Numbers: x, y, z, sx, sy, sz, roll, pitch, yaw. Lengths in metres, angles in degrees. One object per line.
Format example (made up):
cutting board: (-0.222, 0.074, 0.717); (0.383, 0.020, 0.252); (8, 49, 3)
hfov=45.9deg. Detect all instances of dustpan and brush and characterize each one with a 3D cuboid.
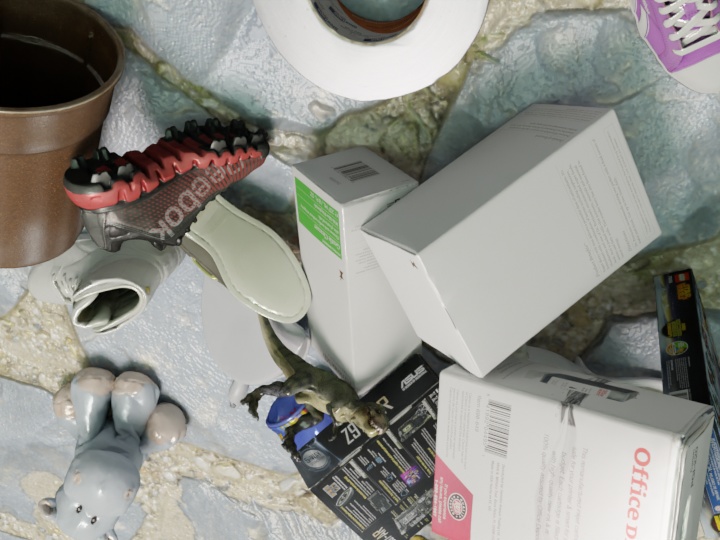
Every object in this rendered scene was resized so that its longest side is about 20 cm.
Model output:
dustpan and brush: (-0.127, 0.093, 0.936); (0.139, 0.057, 0.202); (35, 123, 15)

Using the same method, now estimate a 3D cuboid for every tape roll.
tape roll: (0.010, -0.245, 0.693); (0.196, 0.066, 0.204); (7, 122, 11)

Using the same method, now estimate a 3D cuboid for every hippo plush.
hippo plush: (-0.317, 0.223, 0.995); (0.158, 0.162, 0.200); (37, 122, -10)

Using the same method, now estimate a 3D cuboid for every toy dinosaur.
toy dinosaur: (-0.058, 0.118, 0.798); (0.199, 0.088, 0.048); (34, 162, 34)

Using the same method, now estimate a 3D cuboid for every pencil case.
pencil case: (-0.015, 0.207, 0.962); (0.086, 0.078, 0.200); (-33, 109, 36)

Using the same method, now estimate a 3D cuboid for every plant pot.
plant pot: (-0.326, -0.125, 0.782); (0.197, 0.202, 0.200); (22, 131, 0)

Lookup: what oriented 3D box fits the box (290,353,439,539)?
box: (0.041, 0.195, 0.860); (0.159, 0.044, 0.201); (-39, 137, -3)

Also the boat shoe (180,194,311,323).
boat shoe: (-0.128, -0.022, 0.842); (0.201, 0.072, 0.060); (42, 166, 4)

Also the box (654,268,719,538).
box: (0.300, 0.111, 0.755); (0.039, 0.201, 0.138); (-14, 118, 24)

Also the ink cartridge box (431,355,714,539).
ink cartridge box: (0.162, 0.159, 0.669); (0.197, 0.084, 0.149); (12, 106, 37)

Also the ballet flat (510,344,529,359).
ballet flat: (0.110, 0.138, 0.783); (0.070, 0.072, 0.204); (7, 99, 9)

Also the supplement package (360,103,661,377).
supplement package: (0.122, -0.033, 0.706); (0.199, 0.120, 0.122); (-35, 113, -12)

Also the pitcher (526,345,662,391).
pitcher: (0.223, 0.147, 0.852); (0.199, 0.172, 0.122); (35, 157, 10)

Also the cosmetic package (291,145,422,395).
cosmetic package: (0.000, 0.000, 0.805); (0.084, 0.107, 0.203); (-17, 122, -24)

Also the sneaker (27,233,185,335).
sneaker: (-0.292, 0.017, 0.894); (0.197, 0.116, 0.075); (-13, 119, 22)

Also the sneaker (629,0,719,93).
sneaker: (0.235, -0.207, 0.633); (0.072, 0.115, 0.202); (-25, 113, 24)

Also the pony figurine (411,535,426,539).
pony figurine: (0.119, 0.430, 0.990); (0.193, 0.201, 0.166); (41, 121, -13)

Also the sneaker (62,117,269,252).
sneaker: (-0.169, -0.075, 0.782); (0.070, 0.198, 0.100); (32, 136, 42)
